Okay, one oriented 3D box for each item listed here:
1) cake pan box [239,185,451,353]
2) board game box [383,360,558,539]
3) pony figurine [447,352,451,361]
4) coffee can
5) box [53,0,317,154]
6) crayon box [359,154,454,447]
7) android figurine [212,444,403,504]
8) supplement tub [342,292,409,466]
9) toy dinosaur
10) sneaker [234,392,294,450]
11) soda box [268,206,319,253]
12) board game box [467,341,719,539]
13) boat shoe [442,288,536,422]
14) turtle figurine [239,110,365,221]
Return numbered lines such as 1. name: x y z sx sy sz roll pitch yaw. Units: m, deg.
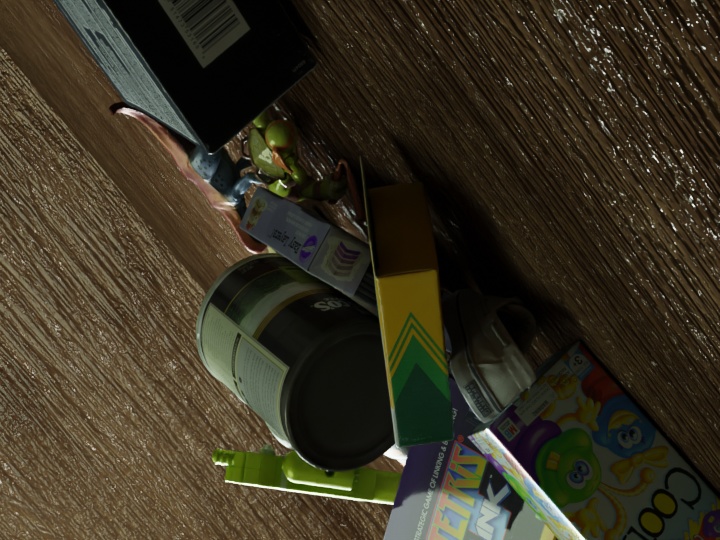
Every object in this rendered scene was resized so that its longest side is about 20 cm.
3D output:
1. cake pan box: 0.000 0.000 1.351 0.183 0.053 0.200 28 -179 -28
2. board game box: 0.117 0.204 1.321 0.164 0.202 0.056 25 -157 28
3. pony figurine: 0.103 0.159 1.452 0.202 0.165 0.193 67 173 -28
4. coffee can: -0.054 0.083 1.414 0.200 0.146 0.147 32 161 53
5. box: -0.164 -0.225 1.171 0.198 0.123 0.201 31 158 56
6. crayon box: 0.038 0.022 1.172 0.126 0.051 0.202 -95 -3 -55
7. android figurine: -0.051 0.203 1.463 0.197 0.042 0.182 10 171 -2
8. supplement tub: 0.038 0.120 1.592 0.122 0.122 0.201 35 164 52
9. toy dinosaur: -0.151 -0.101 1.536 0.105 0.197 0.184 -116 20 -71
10. sneaker: -0.042 0.162 1.586 0.146 0.081 0.199 35 175 -34
11. soda box: -0.061 -0.007 1.690 0.064 0.068 0.200 47 170 6
12. board game box: 0.194 0.171 1.172 0.200 0.103 0.105 48 170 4
13. boat shoe: 0.111 0.054 1.188 0.071 0.069 0.200 56 -169 -12
14. turtle figurine: -0.074 -0.106 1.392 0.200 0.064 0.161 48 170 4
